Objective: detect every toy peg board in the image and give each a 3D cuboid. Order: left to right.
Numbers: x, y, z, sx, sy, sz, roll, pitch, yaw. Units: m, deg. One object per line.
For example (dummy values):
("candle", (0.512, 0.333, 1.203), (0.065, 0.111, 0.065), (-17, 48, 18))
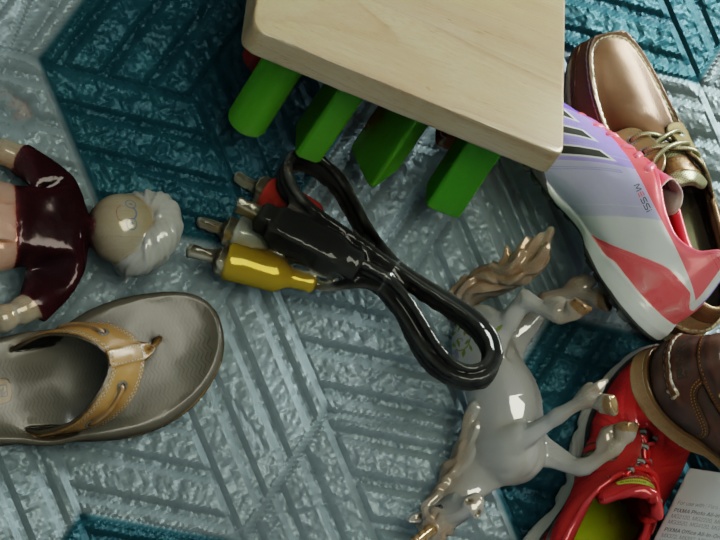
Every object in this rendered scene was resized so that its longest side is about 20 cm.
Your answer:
("toy peg board", (0.013, -0.142, 1.698), (0.199, 0.098, 0.200), (21, 43, -16))

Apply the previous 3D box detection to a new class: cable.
("cable", (0.000, 0.000, 1.669), (0.199, 0.050, 0.097), (30, 56, 0))

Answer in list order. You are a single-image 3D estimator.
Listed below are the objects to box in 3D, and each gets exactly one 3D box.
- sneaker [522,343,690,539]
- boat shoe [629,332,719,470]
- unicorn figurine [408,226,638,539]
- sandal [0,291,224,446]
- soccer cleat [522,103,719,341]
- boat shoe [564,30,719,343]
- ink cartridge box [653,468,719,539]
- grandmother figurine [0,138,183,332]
("sneaker", (0.163, 0.132, 1.695), (0.077, 0.085, 0.201), (32, 68, -12))
("boat shoe", (0.248, 0.096, 1.708), (0.200, 0.070, 0.071), (31, 48, -42))
("unicorn figurine", (0.090, 0.083, 1.678), (0.074, 0.137, 0.201), (46, 32, -46))
("sandal", (-0.167, 0.056, 1.598), (0.199, 0.055, 0.082), (-6, 80, -23))
("soccer cleat", (0.153, -0.051, 1.710), (0.073, 0.068, 0.200), (-38, 57, 14))
("boat shoe", (0.189, -0.056, 1.758), (0.075, 0.074, 0.201), (-16, 84, -25))
("ink cartridge box", (0.221, 0.239, 1.668), (0.145, 0.083, 0.201), (46, 63, -33))
("grandmother figurine", (-0.198, -0.024, 1.605), (0.199, 0.061, 0.122), (1, 79, -20))
